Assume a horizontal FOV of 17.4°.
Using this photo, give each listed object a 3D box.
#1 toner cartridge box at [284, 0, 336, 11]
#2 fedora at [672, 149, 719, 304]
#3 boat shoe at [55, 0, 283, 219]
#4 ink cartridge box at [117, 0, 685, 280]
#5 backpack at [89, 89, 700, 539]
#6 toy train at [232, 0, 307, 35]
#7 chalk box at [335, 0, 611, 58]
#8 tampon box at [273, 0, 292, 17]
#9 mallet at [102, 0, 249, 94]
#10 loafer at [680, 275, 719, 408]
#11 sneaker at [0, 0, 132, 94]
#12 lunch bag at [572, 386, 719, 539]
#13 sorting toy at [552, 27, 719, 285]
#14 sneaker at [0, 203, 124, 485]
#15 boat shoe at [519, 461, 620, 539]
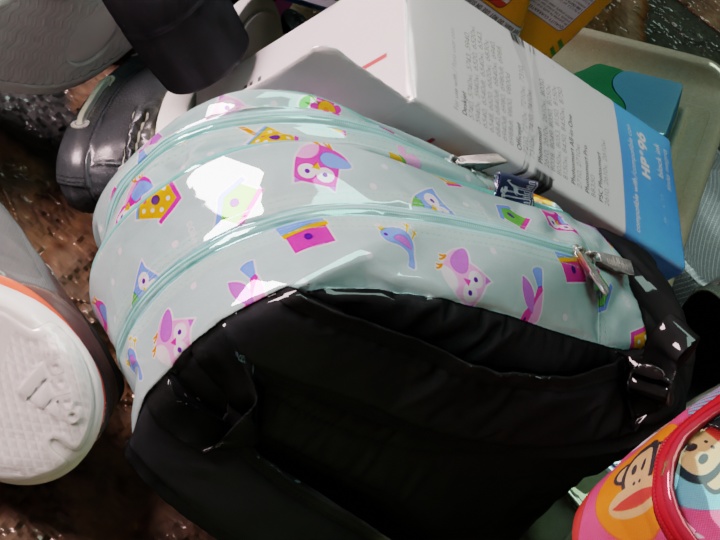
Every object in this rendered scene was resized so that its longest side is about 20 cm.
[{"bbox_3d":[-0.060,-0.150,1.050,0.199,0.043,0.095,15,6,-11],"label":"toner cartridge box"},{"bbox_3d":[0.156,-0.003,1.148,0.177,0.090,0.200,38,27,-2],"label":"fedora"},{"bbox_3d":[-0.075,-0.071,0.998,0.060,0.076,0.200,-4,13,13],"label":"boat shoe"},{"bbox_3d":[0.017,-0.043,0.899,0.200,0.116,0.068,29,46,-38],"label":"ink cartridge box"},{"bbox_3d":[-0.002,0.026,0.820,0.200,0.167,0.127,20,33,-41],"label":"backpack"},{"bbox_3d":[-0.076,-0.110,1.096,0.200,0.034,0.046,12,48,-42],"label":"toy train"},{"bbox_3d":[0.029,-0.190,0.944,0.125,0.124,0.200,29,27,-39],"label":"chalk box"},{"bbox_3d":[-0.060,-0.252,1.142,0.149,0.200,0.126,19,32,-31],"label":"tampon box"},{"bbox_3d":[-0.055,-0.141,0.941,0.066,0.041,0.200,61,26,-23],"label":"mallet"},{"bbox_3d":[0.154,0.039,1.008,0.200,0.072,0.063,-44,125,-29],"label":"loafer"},{"bbox_3d":[-0.170,-0.122,0.916,0.200,0.074,0.118,-21,56,-41],"label":"sneaker"},{"bbox_3d":[0.183,0.118,0.788,0.176,0.082,0.200,-28,80,-39],"label":"lunch bag"},{"bbox_3d":[0.068,-0.063,1.080,0.184,0.037,0.200,15,40,9],"label":"sorting toy"},{"bbox_3d":[-0.159,-0.008,0.815,0.200,0.077,0.082,50,14,4],"label":"sneaker"},{"bbox_3d":[0.100,0.125,0.909,0.200,0.072,0.062,46,26,7],"label":"boat shoe"}]
